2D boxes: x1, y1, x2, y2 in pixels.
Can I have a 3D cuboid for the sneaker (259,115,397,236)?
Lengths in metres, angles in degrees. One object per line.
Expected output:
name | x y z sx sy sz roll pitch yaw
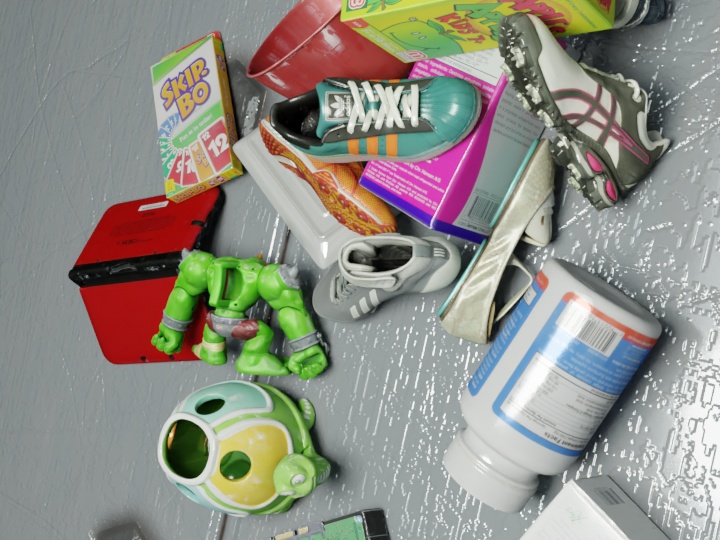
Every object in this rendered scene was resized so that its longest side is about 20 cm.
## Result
sneaker | -0.023 -0.107 1.003 0.077 0.073 0.200 -35 63 -13

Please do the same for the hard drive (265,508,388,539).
hard drive | -0.019 0.347 0.983 0.140 0.038 0.201 -25 70 31

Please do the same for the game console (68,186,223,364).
game console | -0.238 0.007 1.208 0.200 0.119 0.173 -6 48 35

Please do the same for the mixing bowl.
mixing bowl | -0.006 -0.225 0.993 0.200 0.108 0.200 -37 23 19

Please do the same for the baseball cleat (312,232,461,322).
baseball cleat | 0.000 0.000 0.963 0.200 0.106 0.070 -23 63 44

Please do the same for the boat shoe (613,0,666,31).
boat shoe | 0.196 -0.281 0.905 0.200 0.062 0.075 49 129 39

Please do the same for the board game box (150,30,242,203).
board game box | -0.196 -0.187 1.187 0.095 0.030 0.201 -21 64 22

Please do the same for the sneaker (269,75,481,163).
sneaker | 0.007 -0.134 0.885 0.200 0.080 0.072 -6 78 36

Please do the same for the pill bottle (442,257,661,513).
pill bottle | 0.154 0.100 0.849 0.112 0.112 0.200 40 107 33

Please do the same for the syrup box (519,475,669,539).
syrup box | 0.157 0.271 0.840 0.081 0.079 0.200 46 110 31

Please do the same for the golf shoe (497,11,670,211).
golf shoe | 0.181 -0.144 0.829 0.088 0.200 0.077 -36 35 6

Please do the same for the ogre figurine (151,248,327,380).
ogre figurine | -0.128 0.044 1.065 0.200 0.098 0.120 15 107 41

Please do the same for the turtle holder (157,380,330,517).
turtle holder | -0.121 0.193 1.023 0.186 0.132 0.141 45 108 32

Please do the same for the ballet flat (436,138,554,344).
ballet flat | 0.140 -0.023 0.920 0.062 0.067 0.200 30 106 7

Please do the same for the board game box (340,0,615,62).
board game box | 0.094 -0.222 0.822 0.200 0.101 0.048 -1 78 36

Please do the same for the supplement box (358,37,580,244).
supplement box | 0.101 -0.140 0.931 0.103 0.101 0.200 35 103 35

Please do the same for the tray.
tray | -0.052 -0.103 1.062 0.107 0.022 0.200 -37 61 -1
